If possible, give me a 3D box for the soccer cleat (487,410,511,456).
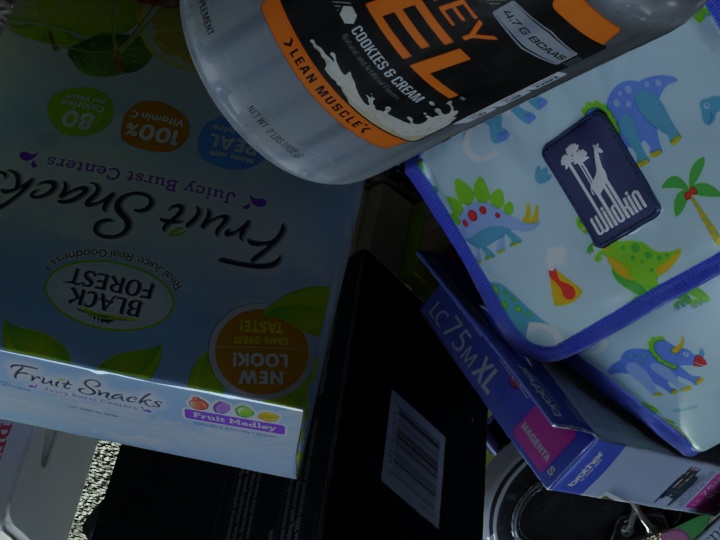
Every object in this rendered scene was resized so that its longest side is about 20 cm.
[{"bbox_3d":[0.112,0.109,0.802,0.064,0.085,0.200,-13,139,33],"label":"soccer cleat"}]

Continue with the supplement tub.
[{"bbox_3d":[0.040,-0.117,0.451,0.199,0.124,0.122,-24,133,40],"label":"supplement tub"}]

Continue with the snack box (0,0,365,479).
[{"bbox_3d":[-0.084,-0.030,0.553,0.166,0.202,0.068,10,148,1],"label":"snack box"}]

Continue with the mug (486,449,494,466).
[{"bbox_3d":[0.016,0.169,0.821,0.147,0.201,0.176,8,146,52],"label":"mug"}]

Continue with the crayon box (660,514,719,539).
[{"bbox_3d":[0.328,0.200,0.889,0.170,0.059,0.200,22,146,-14],"label":"crayon box"}]

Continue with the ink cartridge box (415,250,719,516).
[{"bbox_3d":[0.107,0.059,0.644,0.042,0.120,0.199,-49,142,17],"label":"ink cartridge box"}]

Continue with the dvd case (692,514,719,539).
[{"bbox_3d":[0.212,0.126,0.702,0.201,0.018,0.142,-50,159,23],"label":"dvd case"}]

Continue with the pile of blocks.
[{"bbox_3d":[0.000,0.000,0.696,0.197,0.063,0.082,1,145,18],"label":"pile of blocks"}]

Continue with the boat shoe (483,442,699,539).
[{"bbox_3d":[0.151,0.122,0.740,0.198,0.073,0.067,-8,-171,-32],"label":"boat shoe"}]

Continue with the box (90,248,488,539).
[{"bbox_3d":[-0.039,0.125,0.630,0.181,0.201,0.104,-32,119,30],"label":"box"}]

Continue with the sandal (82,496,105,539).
[{"bbox_3d":[-0.096,0.081,0.782,0.045,0.201,0.075,41,-178,22],"label":"sandal"}]

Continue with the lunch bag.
[{"bbox_3d":[0.140,-0.032,0.551,0.199,0.128,0.169,38,135,-19],"label":"lunch bag"}]

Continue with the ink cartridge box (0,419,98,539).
[{"bbox_3d":[-0.286,0.119,0.892,0.197,0.147,0.084,0,146,19],"label":"ink cartridge box"}]
